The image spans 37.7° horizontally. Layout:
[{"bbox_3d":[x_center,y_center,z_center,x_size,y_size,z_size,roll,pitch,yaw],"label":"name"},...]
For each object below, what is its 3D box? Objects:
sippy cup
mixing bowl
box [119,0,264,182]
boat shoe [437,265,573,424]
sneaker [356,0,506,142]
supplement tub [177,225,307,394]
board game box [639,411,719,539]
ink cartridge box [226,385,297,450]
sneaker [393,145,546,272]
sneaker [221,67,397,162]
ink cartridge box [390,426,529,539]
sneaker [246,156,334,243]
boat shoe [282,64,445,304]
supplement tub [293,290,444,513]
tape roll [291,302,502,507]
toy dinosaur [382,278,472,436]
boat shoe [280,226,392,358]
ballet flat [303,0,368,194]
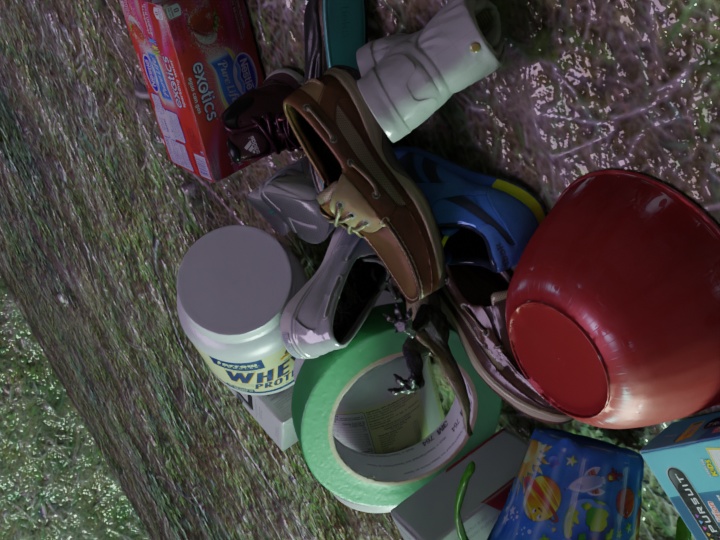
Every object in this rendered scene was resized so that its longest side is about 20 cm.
[{"bbox_3d":[0.180,0.207,0.895,0.139,0.177,0.132,8,83,58],"label":"sippy cup"},{"bbox_3d":[0.179,0.039,0.774,0.200,0.108,0.201,39,146,33],"label":"mixing bowl"},{"bbox_3d":[-0.169,-0.209,1.121,0.099,0.095,0.201,25,138,46],"label":"box"},{"bbox_3d":[0.121,0.042,0.911,0.202,0.074,0.075,47,149,24],"label":"boat shoe"},{"bbox_3d":[0.059,-0.163,0.813,0.074,0.115,0.200,54,-169,-17],"label":"sneaker"},{"bbox_3d":[-0.124,0.046,1.185,0.145,0.145,0.200,48,169,19],"label":"supplement tub"},{"bbox_3d":[0.311,0.168,0.747,0.152,0.047,0.200,58,153,2],"label":"board game box"},{"bbox_3d":[-0.113,0.112,1.331,0.200,0.116,0.068,45,151,28],"label":"ink cartridge box"},{"bbox_3d":[0.058,-0.050,0.892,0.199,0.078,0.066,23,143,38],"label":"sneaker"},{"bbox_3d":[-0.062,-0.123,1.006,0.199,0.115,0.076,30,141,44],"label":"sneaker"},{"bbox_3d":[0.141,0.278,1.008,0.201,0.145,0.083,62,164,-22],"label":"ink cartridge box"},{"bbox_3d":[-0.056,-0.079,1.038,0.071,0.080,0.200,48,172,-18],"label":"sneaker"},{"bbox_3d":[-0.002,-0.064,0.852,0.201,0.073,0.076,64,157,4],"label":"boat shoe"},{"bbox_3d":[0.011,0.136,1.114,0.145,0.144,0.201,22,135,50],"label":"supplement tub"},{"bbox_3d":[0.035,0.130,1.005,0.048,0.199,0.202,-120,14,-59],"label":"tape roll"},{"bbox_3d":[0.053,0.059,0.906,0.047,0.088,0.202,-18,93,31],"label":"toy dinosaur"},{"bbox_3d":[0.000,0.000,0.959,0.068,0.200,0.072,-6,121,39],"label":"boat shoe"},{"bbox_3d":[-0.022,-0.154,0.924,0.068,0.067,0.202,-171,82,-64],"label":"ballet flat"}]
